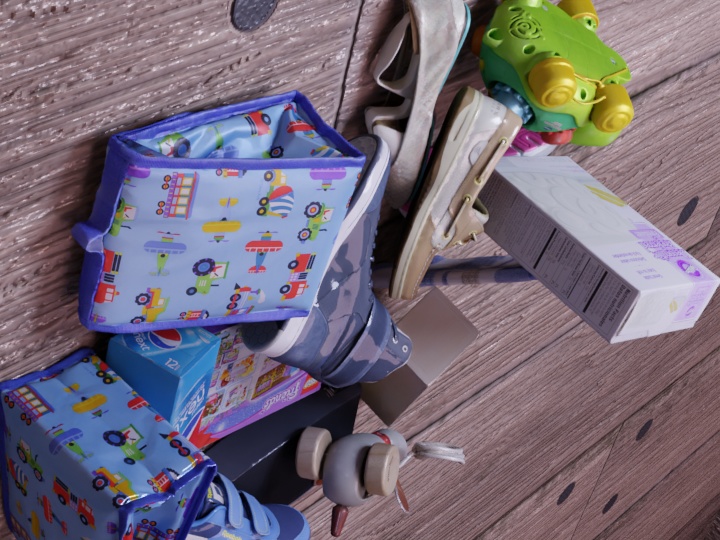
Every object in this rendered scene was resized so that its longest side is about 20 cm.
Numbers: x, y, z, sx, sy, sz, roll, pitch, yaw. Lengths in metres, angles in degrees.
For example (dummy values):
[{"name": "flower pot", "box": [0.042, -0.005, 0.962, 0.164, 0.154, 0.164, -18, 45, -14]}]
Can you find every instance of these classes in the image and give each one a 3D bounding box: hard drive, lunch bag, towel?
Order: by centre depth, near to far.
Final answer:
[{"name": "lunch bag", "box": [-0.115, -0.033, 1.017, 0.198, 0.094, 0.152, -13, 136, -40]}, {"name": "lunch bag", "box": [-0.208, 0.190, 1.065, 0.094, 0.150, 0.202, -23, 141, -45]}, {"name": "towel", "box": [0.113, -0.002, 1.341, 0.146, 0.198, 0.024, -9, 95, -53]}, {"name": "hard drive", "box": [-0.078, 0.184, 1.395, 0.199, 0.042, 0.136, -31, 147, -37]}]

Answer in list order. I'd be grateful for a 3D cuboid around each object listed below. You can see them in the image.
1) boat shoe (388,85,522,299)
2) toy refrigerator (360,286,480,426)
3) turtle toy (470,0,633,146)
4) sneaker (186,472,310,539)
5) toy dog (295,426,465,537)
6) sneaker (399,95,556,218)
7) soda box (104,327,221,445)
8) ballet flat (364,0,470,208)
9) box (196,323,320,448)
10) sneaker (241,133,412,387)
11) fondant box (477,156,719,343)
[{"name": "boat shoe", "box": [0.079, -0.055, 1.211, 0.074, 0.066, 0.202, -78, -171, -63]}, {"name": "toy refrigerator", "box": [0.047, 0.086, 1.387, 0.076, 0.070, 0.200, -42, 175, -18]}, {"name": "turtle toy", "box": [0.174, -0.170, 1.252, 0.199, 0.147, 0.101, 18, 136, -39]}, {"name": "sneaker", "box": [-0.125, 0.228, 1.277, 0.198, 0.074, 0.083, 5, 119, -35]}, {"name": "toy dog", "box": [0.005, 0.209, 1.394, 0.199, 0.131, 0.098, 12, 89, -53]}, {"name": "sneaker", "box": [0.110, -0.093, 1.334, 0.199, 0.081, 0.089, -33, 150, -20]}, {"name": "soda box", "box": [-0.172, 0.130, 1.132, 0.064, 0.067, 0.202, -45, 158, -51]}, {"name": "ballet flat", "box": [0.033, -0.144, 1.176, 0.062, 0.068, 0.202, 2, 123, -24]}, {"name": "box", "box": [-0.095, 0.074, 1.236, 0.199, 0.039, 0.138, -22, 139, -47]}, {"name": "sneaker", "box": [-0.001, 0.000, 1.188, 0.146, 0.077, 0.204, 31, 85, -40]}, {"name": "fondant box", "box": [0.201, -0.024, 1.250, 0.143, 0.200, 0.059, -5, 132, -48]}]
